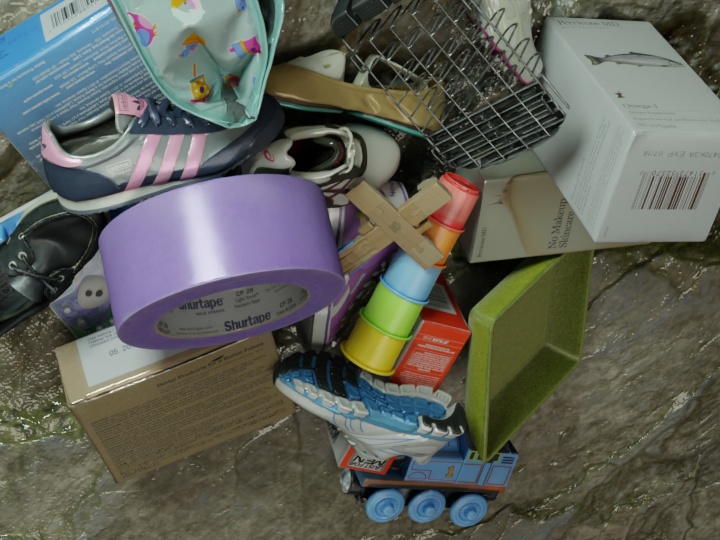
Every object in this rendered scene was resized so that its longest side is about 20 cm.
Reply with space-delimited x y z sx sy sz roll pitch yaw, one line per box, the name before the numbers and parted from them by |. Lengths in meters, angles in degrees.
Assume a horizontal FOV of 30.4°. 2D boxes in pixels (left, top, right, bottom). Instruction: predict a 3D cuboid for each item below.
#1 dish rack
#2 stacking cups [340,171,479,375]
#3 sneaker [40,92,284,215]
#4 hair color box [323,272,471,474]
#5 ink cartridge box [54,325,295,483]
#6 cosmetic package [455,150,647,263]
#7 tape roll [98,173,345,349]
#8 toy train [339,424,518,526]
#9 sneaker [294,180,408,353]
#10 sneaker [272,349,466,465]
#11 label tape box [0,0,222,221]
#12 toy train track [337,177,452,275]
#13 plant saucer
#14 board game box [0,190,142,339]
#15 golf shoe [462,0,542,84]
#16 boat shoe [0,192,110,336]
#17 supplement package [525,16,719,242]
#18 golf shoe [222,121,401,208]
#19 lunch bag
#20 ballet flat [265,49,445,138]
dish rack | 0.079 -0.177 1.113 0.153 0.055 0.200 -21 119 46
stacking cups | 0.047 0.002 1.257 0.060 0.061 0.201 15 111 -30
sneaker | -0.160 -0.112 1.067 0.199 0.070 0.082 -22 135 -6
hair color box | 0.031 0.103 1.373 0.061 0.102 0.201 14 122 -26
ink cartridge box | -0.176 0.109 1.295 0.199 0.075 0.165 -20 144 -7
cosmetic package | 0.195 -0.076 1.310 0.199 0.073 0.104 -8 130 -16
tape roll | -0.117 -0.003 1.132 0.199 0.085 0.200 -13 163 -4
toy train | 0.076 0.222 1.502 0.199 0.087 0.115 8 115 -23
sneaker | 0.000 0.000 1.301 0.114 0.073 0.201 -2 128 -22
sneaker | -0.001 0.146 1.294 0.199 0.075 0.087 22 124 -17
label tape box | -0.214 -0.130 1.120 0.144 0.063 0.200 -30 133 4
toy train track | -0.001 -0.026 1.221 0.200 0.033 0.115 -36 122 21
plant saucer | 0.169 0.067 1.383 0.200 0.048 0.201 -39 142 -37
board game box | -0.209 -0.014 1.241 0.199 0.026 0.200 -28 131 3
golf shoe | 0.124 -0.245 1.149 0.091 0.075 0.200 -36 132 6
boat shoe | -0.286 0.003 1.147 0.199 0.066 0.074 -29 127 34
supplement package | 0.237 -0.130 1.196 0.116 0.200 0.118 -2 128 -19
golf shoe | -0.026 -0.094 1.164 0.199 0.088 0.078 -10 93 -43
lunch bag | -0.131 -0.223 1.004 0.121 0.171 0.200 -26 127 3
ballet flat | -0.011 -0.165 1.178 0.199 0.069 0.063 9 101 -31
